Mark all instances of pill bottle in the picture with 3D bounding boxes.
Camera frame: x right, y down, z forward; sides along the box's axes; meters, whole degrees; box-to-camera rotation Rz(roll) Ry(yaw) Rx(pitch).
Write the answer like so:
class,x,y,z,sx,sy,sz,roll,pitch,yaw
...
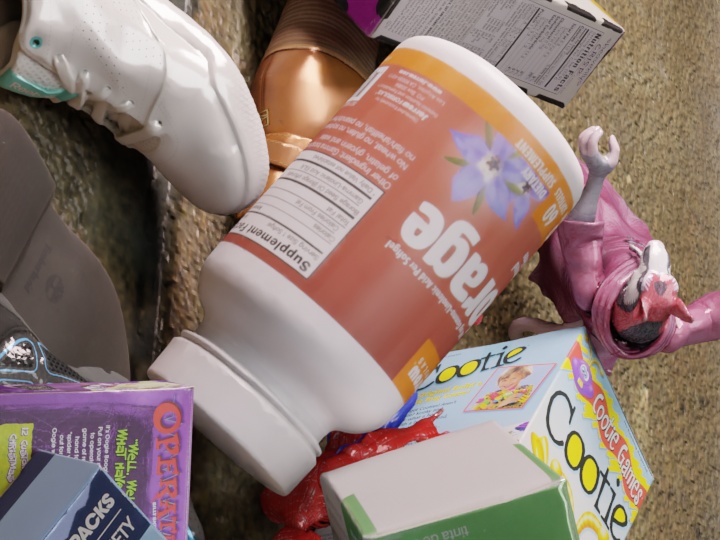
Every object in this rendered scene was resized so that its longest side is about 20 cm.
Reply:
class,x,y,z,sx,sy,sz,roll,pitch,yaw
pill bottle,0.000,0.000,0.931,0.200,0.112,0.112,-49,126,-11

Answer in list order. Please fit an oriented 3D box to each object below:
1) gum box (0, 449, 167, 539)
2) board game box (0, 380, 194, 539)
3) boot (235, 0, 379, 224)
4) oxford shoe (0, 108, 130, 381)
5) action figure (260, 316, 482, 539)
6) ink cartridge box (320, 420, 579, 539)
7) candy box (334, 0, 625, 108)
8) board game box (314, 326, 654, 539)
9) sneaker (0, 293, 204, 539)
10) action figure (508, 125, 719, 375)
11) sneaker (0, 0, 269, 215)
class,x,y,z,sx,sy,sz,roll,pitch,yaw
gum box,-0.089,0.189,0.676,0.170,0.044,0.200,-51,121,-24
board game box,-0.115,0.139,0.696,0.120,0.032,0.201,2,92,-35
boot,0.017,-0.038,1.063,0.200,0.077,0.156,43,44,-37
oxford shoe,-0.145,0.016,0.821,0.071,0.071,0.200,-63,146,-43
action figure,0.004,0.080,1.013,0.052,0.065,0.200,54,41,-14
ink cartridge box,0.054,0.178,0.841,0.145,0.087,0.201,-147,-139,-81
candy box,0.039,-0.167,1.099,0.136,0.061,0.200,49,20,29
board game box,0.060,0.132,1.046,0.103,0.105,0.200,63,36,-20
sneaker,-0.133,0.052,0.738,0.200,0.073,0.082,29,14,-38
action figure,0.132,0.007,1.121,0.134,0.149,0.200,34,10,-10
sneaker,-0.120,-0.094,0.901,0.089,0.075,0.200,-49,114,-37
